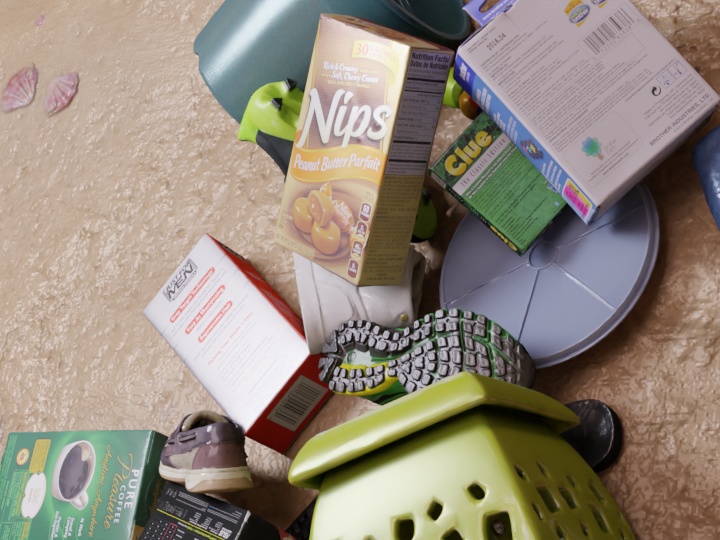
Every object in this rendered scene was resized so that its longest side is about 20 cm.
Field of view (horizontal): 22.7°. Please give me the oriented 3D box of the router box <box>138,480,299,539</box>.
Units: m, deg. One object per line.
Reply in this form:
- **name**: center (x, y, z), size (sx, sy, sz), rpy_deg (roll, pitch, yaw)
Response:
- **router box**: center (-0.138, 0.266, 1.489), size (0.150, 0.062, 0.200), rpy_deg (-62, 23, -11)

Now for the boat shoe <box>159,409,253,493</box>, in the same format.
- **boat shoe**: center (-0.131, 0.152, 1.538), size (0.200, 0.071, 0.065), rpy_deg (175, 96, -78)

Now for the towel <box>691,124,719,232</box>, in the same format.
- **towel**: center (0.325, -0.038, 1.340), size (0.111, 0.048, 0.201), rpy_deg (-32, 52, 21)

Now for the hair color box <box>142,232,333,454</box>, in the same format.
- **hair color box**: center (-0.106, 0.064, 1.622), size (0.102, 0.061, 0.200), rpy_deg (-50, 48, 6)

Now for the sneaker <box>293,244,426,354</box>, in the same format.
- **sneaker**: center (0.000, 0.000, 1.574), size (0.115, 0.074, 0.200), rpy_deg (-11, 34, -1)

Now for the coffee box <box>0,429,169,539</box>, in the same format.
- **coffee box**: center (-0.263, 0.213, 1.682), size (0.199, 0.044, 0.124), rpy_deg (-6, 65, 37)

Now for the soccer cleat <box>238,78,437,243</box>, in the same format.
- **soccer cleat**: center (-0.019, -0.088, 1.584), size (0.068, 0.200, 0.081), rpy_deg (-52, 0, -41)

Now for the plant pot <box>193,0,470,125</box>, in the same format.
- **plant pot**: center (-0.036, -0.223, 1.638), size (0.196, 0.200, 0.201), rpy_deg (-42, 48, 24)

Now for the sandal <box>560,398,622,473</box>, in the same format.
- **sandal**: center (0.109, 0.145, 1.418), size (0.200, 0.048, 0.076), rpy_deg (-25, 54, 27)

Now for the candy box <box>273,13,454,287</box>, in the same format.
- **candy box**: center (0.000, -0.100, 1.478), size (0.115, 0.055, 0.201), rpy_deg (26, 110, 43)

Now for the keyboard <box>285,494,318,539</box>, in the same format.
- **keyboard**: center (-0.011, 0.198, 1.477), size (0.200, 0.021, 0.127), rpy_deg (-49, 25, 9)

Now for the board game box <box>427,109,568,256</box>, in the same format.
- **board game box**: center (0.158, -0.118, 1.458), size (0.105, 0.023, 0.200), rpy_deg (43, 81, 6)

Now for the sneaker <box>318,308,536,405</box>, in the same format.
- **sneaker**: center (0.064, 0.076, 1.439), size (0.199, 0.085, 0.079), rpy_deg (2, 75, 45)

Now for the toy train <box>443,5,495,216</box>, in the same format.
- **toy train**: center (0.104, -0.143, 1.538), size (0.200, 0.085, 0.116), rpy_deg (-51, 35, -6)

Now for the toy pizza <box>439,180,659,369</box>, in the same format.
- **toy pizza**: center (0.155, -0.006, 1.464), size (0.199, 0.032, 0.201), rpy_deg (-19, 52, 26)

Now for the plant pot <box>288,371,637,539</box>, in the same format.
- **plant pot**: center (0.074, 0.186, 1.297), size (0.198, 0.200, 0.182), rpy_deg (-26, 67, 24)

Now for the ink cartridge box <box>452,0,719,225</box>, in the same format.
- **ink cartridge box**: center (0.166, -0.157, 1.416), size (0.136, 0.076, 0.200), rpy_deg (-40, 82, -8)
